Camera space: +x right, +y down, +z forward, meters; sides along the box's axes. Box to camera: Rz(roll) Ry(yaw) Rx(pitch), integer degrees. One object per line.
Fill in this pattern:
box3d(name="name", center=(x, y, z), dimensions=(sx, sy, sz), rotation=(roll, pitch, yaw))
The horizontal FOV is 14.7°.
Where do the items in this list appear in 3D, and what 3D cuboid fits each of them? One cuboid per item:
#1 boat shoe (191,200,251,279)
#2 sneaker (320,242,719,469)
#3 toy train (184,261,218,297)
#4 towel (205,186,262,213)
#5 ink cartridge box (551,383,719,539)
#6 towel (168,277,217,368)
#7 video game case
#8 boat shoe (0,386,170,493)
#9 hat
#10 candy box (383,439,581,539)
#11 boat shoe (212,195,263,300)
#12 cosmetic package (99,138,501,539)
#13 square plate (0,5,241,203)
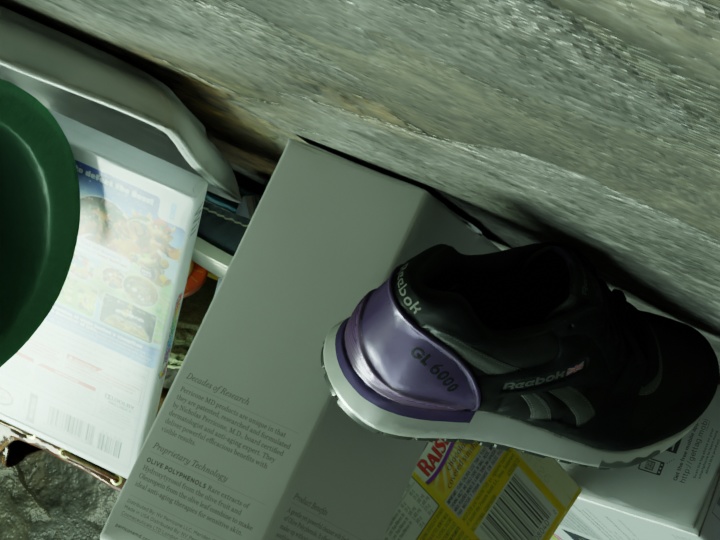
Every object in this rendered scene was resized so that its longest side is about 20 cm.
box3d(name="boat shoe", center=(0.000, 0.000, 1.373), dimensions=(0.199, 0.062, 0.075), rotation=(22, 178, 7))
box3d(name="sneaker", center=(0.088, 0.031, 1.194), dimensions=(0.199, 0.088, 0.076), rotation=(2, -127, -35))
box3d(name="toy train", center=(-0.098, 0.006, 1.629), dimensions=(0.199, 0.056, 0.150), rotation=(16, 165, 35))
box3d(name="towel", center=(-0.114, -0.057, 1.627), dimensions=(0.146, 0.022, 0.200), rotation=(26, 177, -17))
box3d(name="ink cartridge box", center=(0.147, 0.111, 1.540), dimensions=(0.175, 0.084, 0.200), rotation=(16, 167, 27))
box3d(name="towel", center=(-0.142, 0.021, 1.687), dimensions=(0.199, 0.037, 0.148), rotation=(4, -160, -42))
box3d(name="video game case", center=(-0.157, 0.005, 1.389), dimensions=(0.143, 0.018, 0.201), rotation=(24, 133, 9))
box3d(name="boat shoe", center=(-0.191, 0.079, 1.585), dimensions=(0.199, 0.071, 0.070), rotation=(18, -172, 21))
box3d(name="hat", center=(-0.245, -0.059, 1.341), dimensions=(0.165, 0.201, 0.176), rotation=(-13, -147, -30))
box3d(name="candy box", center=(0.027, 0.142, 1.369), dimensions=(0.102, 0.200, 0.026), rotation=(47, 143, -11))
box3d(name="boat shoe", center=(-0.051, 0.041, 1.544), dimensions=(0.065, 0.074, 0.200), rotation=(6, 141, -12))
box3d(name="cosmetic package", center=(-0.021, 0.057, 1.263), dimensions=(0.085, 0.201, 0.108), rotation=(20, 170, 30))
box3d(name="square plate", center=(-0.156, -0.096, 1.338), dimensions=(0.199, 0.029, 0.198), rotation=(24, 176, 10))
